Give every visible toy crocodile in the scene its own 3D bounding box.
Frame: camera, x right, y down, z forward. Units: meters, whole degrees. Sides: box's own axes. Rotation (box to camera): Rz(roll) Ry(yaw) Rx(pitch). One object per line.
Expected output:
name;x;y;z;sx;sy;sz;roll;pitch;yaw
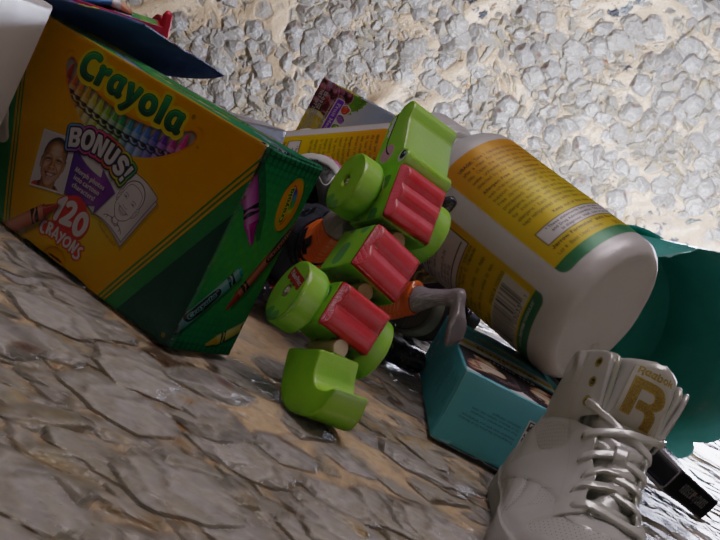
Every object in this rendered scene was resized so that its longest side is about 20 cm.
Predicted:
toy crocodile;0.007;-0.006;0.627;0.067;0.201;0.062;37;-25;-24

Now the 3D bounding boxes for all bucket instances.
bucket;0.262;0.060;1.058;0.206;0.208;0.135;24;4;-29

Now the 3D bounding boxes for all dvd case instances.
dvd case;0.184;0.101;0.871;0.200;0.025;0.150;49;7;32

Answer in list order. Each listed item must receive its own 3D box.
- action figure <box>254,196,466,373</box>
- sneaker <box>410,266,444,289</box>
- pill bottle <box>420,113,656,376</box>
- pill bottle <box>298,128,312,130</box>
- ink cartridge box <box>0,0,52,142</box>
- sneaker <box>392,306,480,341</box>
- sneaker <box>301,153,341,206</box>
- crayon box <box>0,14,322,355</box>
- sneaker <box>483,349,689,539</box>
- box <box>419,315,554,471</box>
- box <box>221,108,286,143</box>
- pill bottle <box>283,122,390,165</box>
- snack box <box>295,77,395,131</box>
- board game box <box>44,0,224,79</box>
action figure;0.000;0.000;0.785;0.199;0.105;0.193;29;-11;-33
sneaker;0.018;-0.011;0.967;0.199;0.075;0.090;15;-21;41
pill bottle;0.101;-0.027;0.806;0.200;0.113;0.113;42;14;33
pill bottle;-0.006;-0.065;1.228;0.199;0.113;0.113;31;8;27
ink cartridge box;-0.259;-0.115;0.563;0.128;0.126;0.200;28;8;3
sneaker;0.076;0.029;1.029;0.106;0.075;0.200;26;6;-14
sneaker;-0.096;-0.055;0.941;0.086;0.081;0.199;-8;6;-41
crayon box;-0.130;-0.053;0.645;0.199;0.119;0.058;32;8;30
sneaker;0.116;0.096;0.554;0.073;0.116;0.200;29;8;-5
box;0.089;0.085;0.783;0.082;0.049;0.200;28;7;-3
box;-0.176;-0.119;0.803;0.199;0.041;0.156;23;10;26
pill bottle;0.005;-0.080;1.057;0.199;0.114;0.113;-3;-3;18
snack box;0.003;-0.107;1.332;0.199;0.169;0.068;31;6;27
board game box;-0.177;-0.171;0.731;0.157;0.039;0.200;12;-1;17
